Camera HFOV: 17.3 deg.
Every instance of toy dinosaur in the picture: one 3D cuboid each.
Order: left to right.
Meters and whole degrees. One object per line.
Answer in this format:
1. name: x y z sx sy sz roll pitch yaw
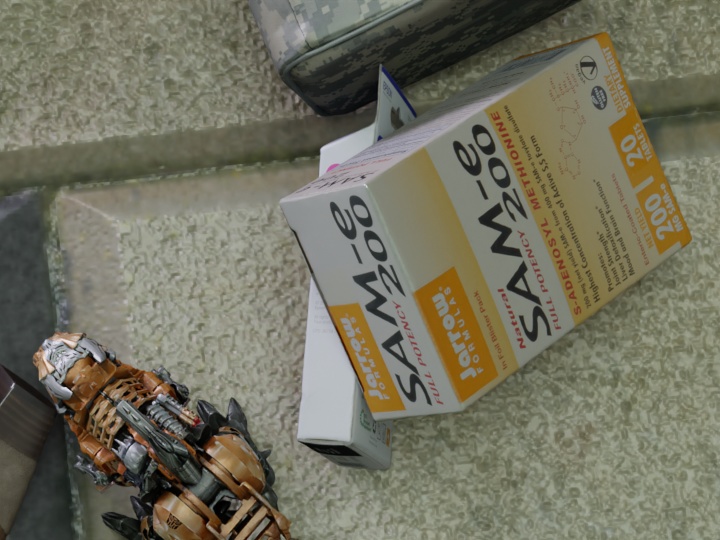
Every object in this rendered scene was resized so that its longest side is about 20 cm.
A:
1. toy dinosaur: -0.088 0.114 1.207 0.102 0.136 0.201 -27 81 -9

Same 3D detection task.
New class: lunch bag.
1. lunch bag: 0.022 -0.201 1.259 0.199 0.139 0.168 -26 77 8

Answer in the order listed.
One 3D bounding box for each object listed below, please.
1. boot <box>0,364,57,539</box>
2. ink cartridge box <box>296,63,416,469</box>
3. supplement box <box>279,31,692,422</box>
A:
1. boot: -0.255 0.087 1.203 0.200 0.070 0.146 40 90 -24
2. ink cartridge box: 0.000 0.000 1.254 0.037 0.095 0.201 4 78 14
3. supplement box: 0.069 -0.025 1.215 0.200 0.073 0.127 -34 105 -38
